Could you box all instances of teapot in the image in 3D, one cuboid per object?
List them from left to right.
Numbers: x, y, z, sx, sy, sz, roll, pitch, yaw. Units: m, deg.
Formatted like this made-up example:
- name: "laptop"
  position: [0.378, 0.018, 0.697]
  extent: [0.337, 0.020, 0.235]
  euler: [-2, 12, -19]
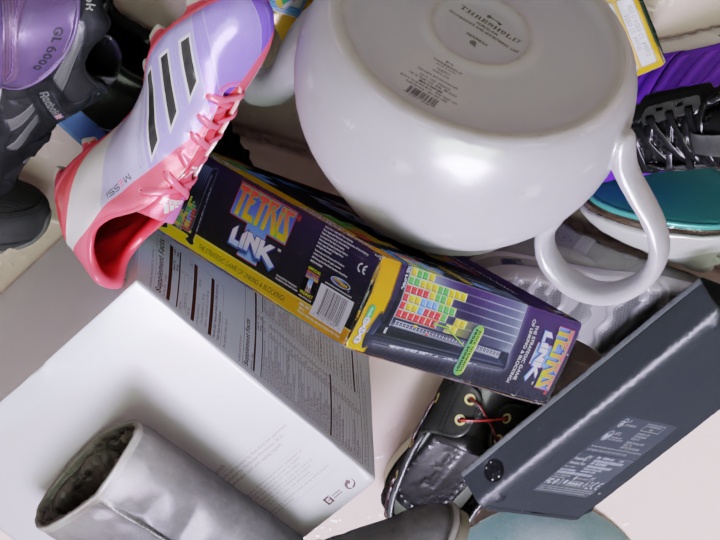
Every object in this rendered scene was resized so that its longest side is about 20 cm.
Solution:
- name: "teapot"
  position: [0.053, -0.077, 1.260]
  extent: [0.196, 0.201, 0.147]
  euler: [-4, 140, -18]

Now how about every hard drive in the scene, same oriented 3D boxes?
- name: "hard drive"
  position: [0.175, 0.085, 1.463]
  extent: [0.200, 0.033, 0.139]
  euler: [-41, 153, 21]

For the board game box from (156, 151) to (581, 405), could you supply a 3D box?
- name: "board game box"
  position: [0.000, 0.000, 1.304]
  extent: [0.165, 0.200, 0.057]
  euler: [16, 100, -43]

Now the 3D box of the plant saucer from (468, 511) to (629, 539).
- name: "plant saucer"
  position: [0.118, 0.257, 1.560]
  extent: [0.200, 0.039, 0.202]
  euler: [-7, 109, -21]

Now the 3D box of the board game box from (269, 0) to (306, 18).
- name: "board game box"
  position: [-0.059, -0.212, 1.210]
  extent: [0.034, 0.200, 0.135]
  euler: [30, 99, 22]

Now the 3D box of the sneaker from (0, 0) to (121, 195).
- name: "sneaker"
  position: [-0.177, -0.097, 1.284]
  extent: [0.087, 0.076, 0.200]
  euler: [-2, 156, -12]

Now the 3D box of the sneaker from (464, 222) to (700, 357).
- name: "sneaker"
  position: [0.140, 0.000, 1.429]
  extent: [0.199, 0.082, 0.075]
  euler: [13, 134, -34]

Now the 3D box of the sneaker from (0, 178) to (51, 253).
- name: "sneaker"
  position: [-0.275, -0.069, 1.370]
  extent: [0.199, 0.076, 0.080]
  euler: [18, 117, -13]

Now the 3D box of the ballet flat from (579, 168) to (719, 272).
- name: "ballet flat"
  position: [0.233, -0.029, 1.423]
  extent: [0.199, 0.070, 0.070]
  euler: [-5, 122, -3]

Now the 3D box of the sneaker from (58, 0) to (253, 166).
- name: "sneaker"
  position: [-0.106, -0.083, 1.369]
  extent: [0.200, 0.070, 0.078]
  euler: [39, 120, -21]

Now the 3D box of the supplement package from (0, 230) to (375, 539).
- name: "supplement package"
  position: [-0.127, 0.084, 1.426]
  extent: [0.191, 0.147, 0.200]
  euler: [-40, 115, 19]

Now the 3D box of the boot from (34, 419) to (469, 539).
- name: "boot"
  position: [-0.062, 0.146, 1.350]
  extent: [0.182, 0.073, 0.200]
  euler: [-40, 110, 18]

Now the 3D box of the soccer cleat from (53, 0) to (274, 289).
- name: "soccer cleat"
  position: [-0.102, -0.072, 1.262]
  extent: [0.066, 0.077, 0.200]
  euler: [3, 143, -43]

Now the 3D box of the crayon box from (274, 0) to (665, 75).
- name: "crayon box"
  position: [0.061, -0.145, 1.347]
  extent: [0.199, 0.052, 0.126]
  euler: [-21, 118, 10]

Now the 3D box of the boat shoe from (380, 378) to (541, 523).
- name: "boat shoe"
  position: [0.077, 0.097, 1.494]
  extent: [0.073, 0.063, 0.202]
  euler: [24, 116, -14]

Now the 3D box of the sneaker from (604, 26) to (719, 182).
- name: "sneaker"
  position: [0.193, -0.091, 1.357]
  extent: [0.199, 0.100, 0.070]
  euler: [-20, 118, 10]
